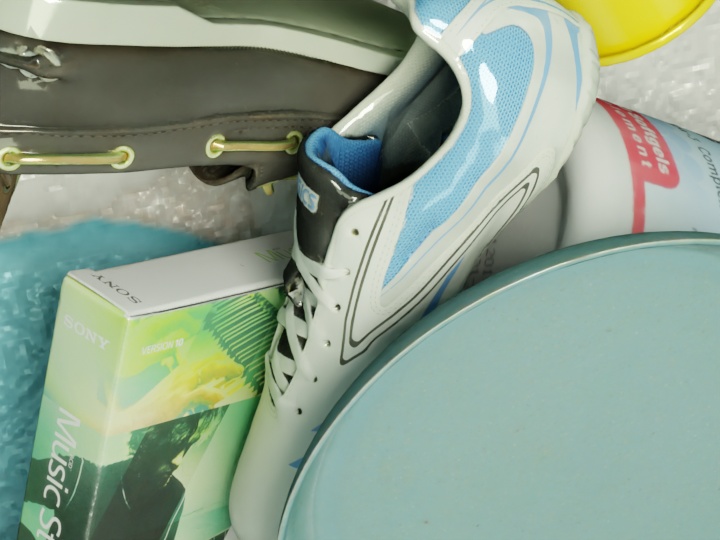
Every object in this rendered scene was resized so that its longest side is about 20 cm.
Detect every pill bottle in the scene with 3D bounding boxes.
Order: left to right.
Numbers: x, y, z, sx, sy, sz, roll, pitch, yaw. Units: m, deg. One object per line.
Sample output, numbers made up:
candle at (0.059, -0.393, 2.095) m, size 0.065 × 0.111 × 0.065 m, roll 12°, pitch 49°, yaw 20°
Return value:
pill bottle at (0.119, 0.015, 0.799) m, size 0.199 × 0.109 × 0.109 m, roll 16°, pitch 110°, yaw -32°

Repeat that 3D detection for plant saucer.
plant saucer at (0.067, 0.063, 0.726) m, size 0.199 × 0.027 × 0.201 m, roll -11°, pitch 131°, yaw -12°

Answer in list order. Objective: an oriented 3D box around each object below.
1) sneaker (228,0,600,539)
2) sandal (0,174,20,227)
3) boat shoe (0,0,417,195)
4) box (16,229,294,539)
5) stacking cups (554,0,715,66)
sneaker at (0.000, 0.000, 0.722) m, size 0.072 × 0.072 × 0.201 m, roll 17°, pitch 115°, yaw -22°
sandal at (-0.134, -0.033, 0.743) m, size 0.079 × 0.057 × 0.202 m, roll 8°, pitch 120°, yaw -23°
boat shoe at (-0.044, -0.056, 0.734) m, size 0.201 × 0.072 × 0.061 m, roll 2°, pitch 112°, yaw -42°
box at (-0.052, 0.086, 0.800) m, size 0.144 × 0.036 × 0.201 m, roll -14°, pitch 122°, yaw -48°
stacking cups at (0.036, -0.152, 0.682) m, size 0.060 × 0.061 × 0.200 m, roll -33°, pitch 119°, yaw 3°
